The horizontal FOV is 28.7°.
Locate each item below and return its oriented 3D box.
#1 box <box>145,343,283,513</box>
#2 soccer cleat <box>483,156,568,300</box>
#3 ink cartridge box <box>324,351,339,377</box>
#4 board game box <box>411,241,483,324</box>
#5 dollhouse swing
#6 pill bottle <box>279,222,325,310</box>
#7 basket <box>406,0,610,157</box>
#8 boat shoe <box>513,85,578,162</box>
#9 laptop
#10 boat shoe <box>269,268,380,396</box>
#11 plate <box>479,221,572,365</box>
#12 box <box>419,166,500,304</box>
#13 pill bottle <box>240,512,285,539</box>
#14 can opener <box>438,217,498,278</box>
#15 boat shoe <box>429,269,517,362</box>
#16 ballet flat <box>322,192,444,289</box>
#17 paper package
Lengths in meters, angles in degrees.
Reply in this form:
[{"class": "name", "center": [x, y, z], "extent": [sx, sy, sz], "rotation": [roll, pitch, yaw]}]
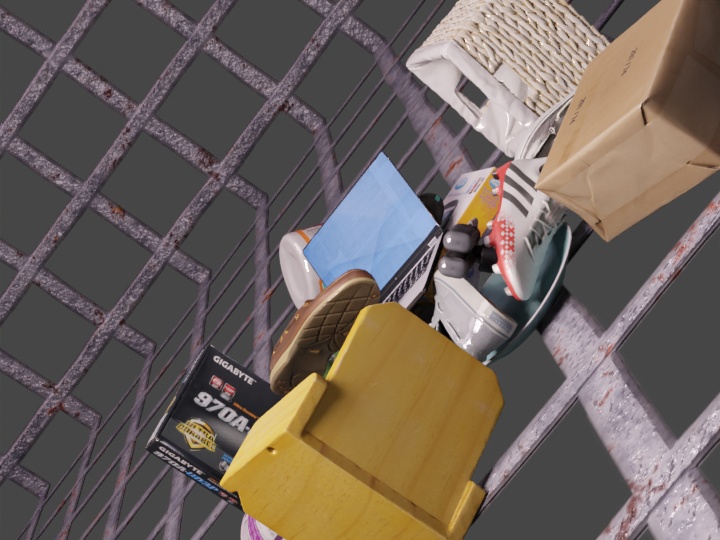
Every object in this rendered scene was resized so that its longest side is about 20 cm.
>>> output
[{"class": "box", "center": [-0.156, 0.215, 1.824], "extent": [0.046, 0.200, 0.159], "rotation": [-41, 17, 53]}, {"class": "soccer cleat", "center": [0.182, -0.051, 1.488], "extent": [0.085, 0.069, 0.200], "rotation": [-16, 38, 21]}, {"class": "ink cartridge box", "center": [-0.033, 0.122, 1.808], "extent": [0.200, 0.059, 0.104], "rotation": [-70, -8, -71]}, {"class": "board game box", "center": [0.069, 0.072, 1.734], "extent": [0.200, 0.041, 0.200], "rotation": [-47, 14, 29]}, {"class": "dollhouse swing", "center": [0.010, 0.163, 1.351], "extent": [0.182, 0.200, 0.176], "rotation": [-42, 18, 44]}, {"class": "pill bottle", "center": [0.005, -0.020, 1.847], "extent": [0.200, 0.114, 0.114], "rotation": [-17, 1, -19]}, {"class": "basket", "center": [0.195, -0.269, 1.820], "extent": [0.161, 0.198, 0.200], "rotation": [-52, 12, -6]}, {"class": "boat shoe", "center": [0.252, -0.169, 1.630], "extent": [0.200, 0.071, 0.064], "rotation": [-50, 12, 12]}, {"class": "laptop", "center": [0.000, 0.000, 1.640], "extent": [0.187, 0.116, 0.200], "rotation": [-51, 9, 33]}, {"class": "boat shoe", "center": [-0.049, 0.061, 1.610], "extent": [0.200, 0.072, 0.068], "rotation": [-52, 39, 35]}, {"class": "plate", "center": [0.168, 0.034, 1.514], "extent": [0.200, 0.026, 0.200], "rotation": [-50, 14, 17]}, {"class": "box", "center": [0.115, -0.051, 1.709], "extent": [0.200, 0.041, 0.119], "rotation": [-58, 13, -9]}, {"class": "pill bottle", "center": [-0.054, 0.248, 1.475], "extent": [0.112, 0.112, 0.200], "rotation": [-63, 1, -33]}, {"class": "can opener", "center": [0.126, -0.022, 1.508], "extent": [0.200, 0.067, 0.053], "rotation": [-37, -42, -80]}, {"class": "boat shoe", "center": [0.103, 0.050, 1.492], "extent": [0.072, 0.070, 0.201], "rotation": [-51, 15, 2]}, {"class": "ballet flat", "center": [0.035, -0.030, 1.732], "extent": [0.200, 0.068, 0.068], "rotation": [-36, 10, 35]}, {"class": "paper package", "center": [0.288, -0.159, 1.402], "extent": [0.191, 0.103, 0.200], "rotation": [-40, 20, 52]}]
